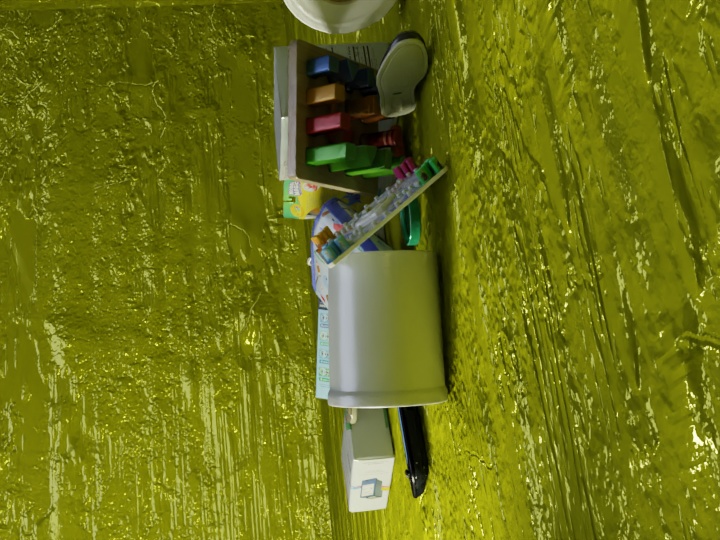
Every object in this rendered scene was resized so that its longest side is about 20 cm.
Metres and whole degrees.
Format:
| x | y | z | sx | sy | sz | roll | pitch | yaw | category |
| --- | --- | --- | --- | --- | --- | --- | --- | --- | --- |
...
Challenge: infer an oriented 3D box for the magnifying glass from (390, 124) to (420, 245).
| x | y | z | sx | sy | sz | roll | pitch | yaw | category |
| --- | --- | --- | --- | --- | --- | --- | --- | --- | --- |
| 0.068 | -0.135 | 1.459 | 0.080 | 0.022 | 0.204 | 103 | 163 | -65 | magnifying glass |

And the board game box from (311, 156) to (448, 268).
| x | y | z | sx | sy | sz | roll | pitch | yaw | category |
| --- | --- | --- | --- | --- | --- | --- | --- | --- | --- |
| 0.018 | -0.087 | 1.280 | 0.026 | 0.199 | 0.200 | 50 | 178 | -10 | board game box |

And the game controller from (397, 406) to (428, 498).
| x | y | z | sx | sy | sz | roll | pitch | yaw | category |
| --- | --- | --- | --- | --- | --- | --- | --- | --- | --- |
| 0.076 | 0.263 | 1.515 | 0.105 | 0.041 | 0.203 | 96 | 168 | -53 | game controller |

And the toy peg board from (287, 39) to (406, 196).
| x | y | z | sx | sy | sz | roll | pitch | yaw | category |
| --- | --- | --- | --- | --- | --- | --- | --- | --- | --- |
| -0.008 | -0.228 | 1.394 | 0.096 | 0.198 | 0.204 | -2 | 85 | 38 | toy peg board |

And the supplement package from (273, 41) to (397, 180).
| x | y | z | sx | sy | sz | roll | pitch | yaw | category |
| --- | --- | --- | --- | --- | --- | --- | --- | --- | --- |
| -0.048 | -0.271 | 1.610 | 0.192 | 0.195 | 0.150 | 100 | 164 | -63 | supplement package |

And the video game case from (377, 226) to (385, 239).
| x | y | z | sx | sy | sz | roll | pitch | yaw | category |
| --- | --- | --- | --- | --- | --- | --- | --- | --- | --- |
| 0.026 | -0.036 | 1.817 | 0.182 | 0.022 | 0.205 | 119 | 146 | -76 | video game case |

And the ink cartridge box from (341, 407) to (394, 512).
| x | y | z | sx | sy | sz | roll | pitch | yaw | category |
| --- | --- | --- | --- | --- | --- | --- | --- | --- | --- |
| 0.011 | 0.373 | 1.892 | 0.202 | 0.085 | 0.147 | 97 | 167 | -46 | ink cartridge box |

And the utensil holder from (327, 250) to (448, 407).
| x | y | z | sx | sy | sz | roll | pitch | yaw | category |
| --- | --- | --- | --- | --- | --- | --- | --- | --- | --- |
| 0.034 | 0.080 | 1.290 | 0.170 | 0.166 | 0.205 | 149 | 119 | -81 | utensil holder |

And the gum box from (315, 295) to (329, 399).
| x | y | z | sx | sy | sz | roll | pitch | yaw | category |
| --- | --- | --- | --- | --- | --- | --- | --- | --- | --- |
| -0.037 | 0.130 | 1.831 | 0.170 | 0.044 | 0.205 | -28 | -59 | -69 | gum box |

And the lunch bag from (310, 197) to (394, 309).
| x | y | z | sx | sy | sz | roll | pitch | yaw | category |
| --- | --- | --- | --- | --- | --- | --- | --- | --- | --- |
| 0.000 | 0.000 | 1.516 | 0.170 | 0.122 | 0.202 | 48 | 157 | 35 | lunch bag |

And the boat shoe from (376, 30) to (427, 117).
| x | y | z | sx | sy | sz | roll | pitch | yaw | category |
| --- | --- | --- | --- | --- | --- | --- | --- | --- | --- |
| 0.053 | -0.287 | 1.317 | 0.200 | 0.070 | 0.069 | 104 | 161 | -75 | boat shoe |

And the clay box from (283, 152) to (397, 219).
| x | y | z | sx | sy | sz | roll | pitch | yaw | category |
| --- | --- | --- | --- | --- | --- | --- | --- | --- | --- |
| -0.033 | -0.140 | 1.551 | 0.116 | 0.195 | 0.049 | 100 | 164 | -58 | clay box |

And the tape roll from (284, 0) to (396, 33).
| x | y | z | sx | sy | sz | roll | pitch | yaw | category |
| --- | --- | --- | --- | --- | --- | --- | --- | --- | --- |
| -0.031 | -0.462 | 1.387 | 0.072 | 0.197 | 0.206 | -102 | 11 | -49 | tape roll |

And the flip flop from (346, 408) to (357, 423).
| x | y | z | sx | sy | sz | roll | pitch | yaw | category |
| --- | --- | --- | --- | --- | --- | --- | --- | --- | --- |
| 0.015 | 0.203 | 1.831 | 0.081 | 0.056 | 0.204 | 81 | -159 | -66 | flip flop |

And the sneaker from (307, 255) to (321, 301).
| x | y | z | sx | sy | sz | roll | pitch | yaw | category |
| --- | --- | --- | --- | --- | --- | --- | --- | --- | --- |
| -0.045 | 0.047 | 1.655 | 0.202 | 0.074 | 0.071 | -111 | 32 | -45 | sneaker |
